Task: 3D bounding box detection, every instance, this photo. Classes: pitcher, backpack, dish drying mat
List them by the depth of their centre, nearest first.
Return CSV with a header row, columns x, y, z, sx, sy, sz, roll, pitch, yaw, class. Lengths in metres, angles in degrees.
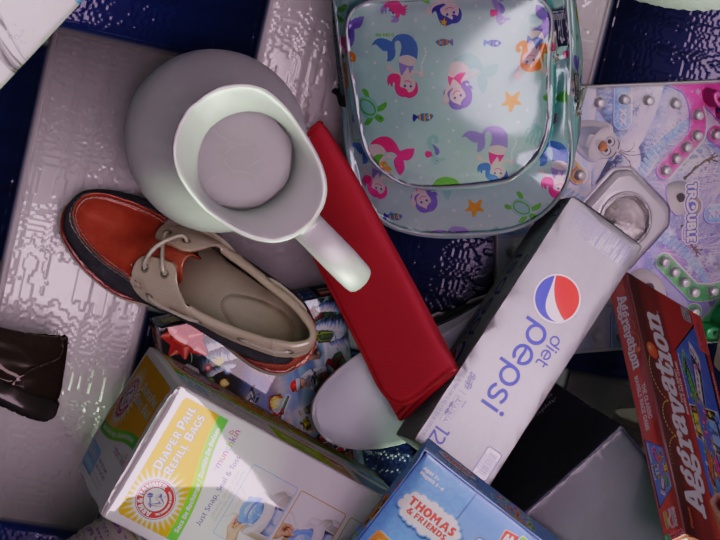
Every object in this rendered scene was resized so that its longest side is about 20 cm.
x,y,z,sx,sy,sz,roll,pitch,yaw,class
-0.073,-0.063,1.453,0.121,0.200,0.172,-42,109,-4,pitcher
0.000,0.000,1.504,0.018,0.077,0.201,-12,67,-40,dish drying mat
0.068,-0.121,1.509,0.176,0.151,0.201,-1,111,7,backpack

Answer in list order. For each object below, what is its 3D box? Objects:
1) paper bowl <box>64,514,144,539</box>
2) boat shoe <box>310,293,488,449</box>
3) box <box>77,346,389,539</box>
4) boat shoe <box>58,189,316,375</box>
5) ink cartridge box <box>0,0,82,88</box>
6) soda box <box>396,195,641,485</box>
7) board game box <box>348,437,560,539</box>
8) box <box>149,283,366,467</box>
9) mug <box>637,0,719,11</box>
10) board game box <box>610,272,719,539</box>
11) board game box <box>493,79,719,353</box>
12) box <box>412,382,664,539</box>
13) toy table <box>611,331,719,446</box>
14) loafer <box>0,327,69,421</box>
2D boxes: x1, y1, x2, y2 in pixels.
x,y,z,sx,sy,sz,roll,pitch,yaw,class
-0.151,0.270,1.497,0.104,0.201,0.201,-35,108,-5,paper bowl
0.052,0.064,1.564,0.199,0.068,0.074,-33,96,-10,boat shoe
-0.079,0.151,1.497,0.199,0.112,0.102,31,92,-21,box
-0.117,0.004,1.501,0.199,0.063,0.071,33,75,0,boat shoe
-0.270,-0.172,1.445,0.116,0.067,0.200,43,87,-20,ink cartridge box
0.108,0.049,1.505,0.063,0.068,0.201,34,83,-8,soda box
0.043,0.235,1.441,0.151,0.037,0.200,37,102,-1,board game box
-0.068,0.120,1.575,0.136,0.040,0.201,-11,104,-13,box
0.218,-0.266,1.505,0.200,0.175,0.148,38,90,-21,mug
0.222,0.105,1.511,0.019,0.201,0.103,-28,145,30,board game box
0.197,-0.037,1.627,0.199,0.026,0.201,-4,101,-15,board game box
0.162,0.192,1.571,0.117,0.200,0.197,-40,109,-5,box
0.290,0.134,1.624,0.183,0.117,0.201,12,105,-28,toy table
-0.285,0.033,1.487,0.199,0.073,0.072,28,83,-24,loafer
